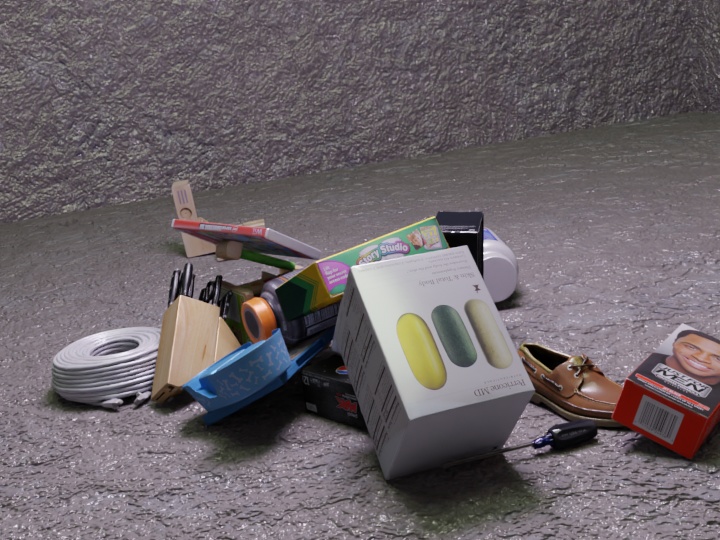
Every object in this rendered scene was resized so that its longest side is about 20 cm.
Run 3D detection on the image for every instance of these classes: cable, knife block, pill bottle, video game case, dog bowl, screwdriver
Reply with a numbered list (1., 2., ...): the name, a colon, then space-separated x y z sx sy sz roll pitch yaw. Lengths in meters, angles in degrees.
1. cable: -0.383 0.145 1.509 0.199 0.070 0.200 -1 16 22
2. knife block: -0.270 0.082 1.465 0.200 0.176 0.064 -30 -9 -46
3. pill bottle: 0.221 -0.008 1.738 0.111 0.113 0.200 -7 15 -1
4. video game case: -0.181 -0.049 1.535 0.199 0.018 0.143 7 -9 34
5. dog bowl: -0.160 0.136 1.277 0.111 0.050 0.200 -35 4 -33
6. pill bottle: -0.080 0.048 1.476 0.199 0.107 0.106 -21 20 -28
7. video game case: -0.122 0.146 1.370 0.143 0.018 0.200 -30 3 26
8. screwdriver: 0.184 0.207 1.114 0.199 0.029 0.028 -15 17 -16

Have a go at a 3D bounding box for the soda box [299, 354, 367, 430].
1. soda box: 0.012 0.164 1.266 0.071 0.064 0.199 -20 19 -40

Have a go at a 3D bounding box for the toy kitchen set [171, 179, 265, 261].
1. toy kitchen set: -0.336 -0.129 2.315 0.199 0.181 0.163 -12 16 -4

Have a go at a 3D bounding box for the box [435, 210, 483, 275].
1. box: 0.147 0.022 1.467 0.078 0.201 0.141 2 15 12

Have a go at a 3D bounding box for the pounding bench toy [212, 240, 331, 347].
1. pounding bench toy: -0.142 0.032 1.571 0.155 0.201 0.124 -16 17 -30

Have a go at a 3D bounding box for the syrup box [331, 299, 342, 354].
1. syrup box: 0.067 0.103 1.323 0.199 0.082 0.079 21 19 27

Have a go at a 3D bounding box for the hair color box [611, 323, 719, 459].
1. hair color box: 0.387 0.138 1.149 0.101 0.062 0.200 26 29 26

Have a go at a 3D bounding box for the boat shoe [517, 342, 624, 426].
1. boat shoe: 0.269 0.142 1.225 0.072 0.068 0.200 -15 18 -38

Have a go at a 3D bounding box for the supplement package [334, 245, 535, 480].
1. supplement package: 0.077 0.104 1.112 0.151 0.151 0.201 -11 57 -17

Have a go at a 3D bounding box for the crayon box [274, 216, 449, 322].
1. crayon box: 0.000 0.000 1.366 0.199 0.059 0.172 -22 -3 -27
